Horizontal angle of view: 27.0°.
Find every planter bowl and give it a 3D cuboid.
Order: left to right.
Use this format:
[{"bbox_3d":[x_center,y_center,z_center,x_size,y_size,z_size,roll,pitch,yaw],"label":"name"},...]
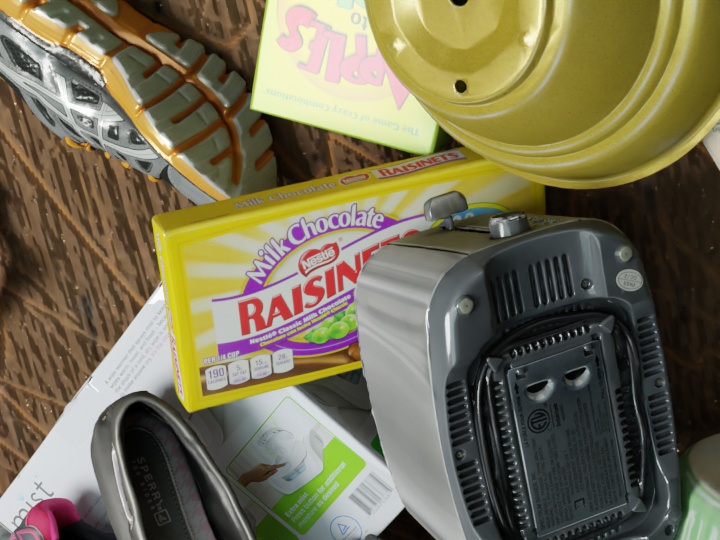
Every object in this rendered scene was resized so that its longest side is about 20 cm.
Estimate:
[{"bbox_3d":[0.062,-0.122,0.636,0.200,0.083,0.201,17,117,36],"label":"planter bowl"}]

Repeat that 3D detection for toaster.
[{"bbox_3d":[0.071,0.063,0.705,0.113,0.129,0.200,-18,106,-17],"label":"toaster"}]

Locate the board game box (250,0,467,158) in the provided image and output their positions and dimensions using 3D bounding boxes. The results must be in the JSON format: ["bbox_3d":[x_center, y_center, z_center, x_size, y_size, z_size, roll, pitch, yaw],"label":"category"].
[{"bbox_3d":[0.013,-0.167,0.746,0.101,0.048,0.200,16,113,12],"label":"board game box"}]

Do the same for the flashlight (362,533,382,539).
[{"bbox_3d":[0.059,0.209,0.811,0.068,0.068,0.200,-30,124,28],"label":"flashlight"}]

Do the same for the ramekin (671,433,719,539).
[{"bbox_3d":[0.230,0.149,0.707,0.200,0.200,0.098,11,105,15],"label":"ramekin"}]

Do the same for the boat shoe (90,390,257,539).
[{"bbox_3d":[-0.079,0.152,0.744,0.200,0.067,0.057,62,160,11],"label":"boat shoe"}]

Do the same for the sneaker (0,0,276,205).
[{"bbox_3d":[-0.129,-0.092,0.813,0.200,0.078,0.077,42,129,5],"label":"sneaker"}]

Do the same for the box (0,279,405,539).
[{"bbox_3d":[-0.080,0.113,0.850,0.176,0.097,0.200,40,116,2],"label":"box"}]

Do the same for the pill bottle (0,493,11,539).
[{"bbox_3d":[-0.180,0.227,0.895,0.200,0.112,0.112,42,116,7],"label":"pill bottle"}]

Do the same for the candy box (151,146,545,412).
[{"bbox_3d":[0.000,0.000,0.751,0.200,0.026,0.102,-14,117,-17],"label":"candy box"}]

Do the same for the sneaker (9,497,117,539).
[{"bbox_3d":[-0.100,0.188,0.790,0.200,0.081,0.075,20,104,5],"label":"sneaker"}]

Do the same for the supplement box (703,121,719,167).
[{"bbox_3d":[0.246,-0.044,0.688,0.126,0.074,0.200,-30,98,26],"label":"supplement box"}]
